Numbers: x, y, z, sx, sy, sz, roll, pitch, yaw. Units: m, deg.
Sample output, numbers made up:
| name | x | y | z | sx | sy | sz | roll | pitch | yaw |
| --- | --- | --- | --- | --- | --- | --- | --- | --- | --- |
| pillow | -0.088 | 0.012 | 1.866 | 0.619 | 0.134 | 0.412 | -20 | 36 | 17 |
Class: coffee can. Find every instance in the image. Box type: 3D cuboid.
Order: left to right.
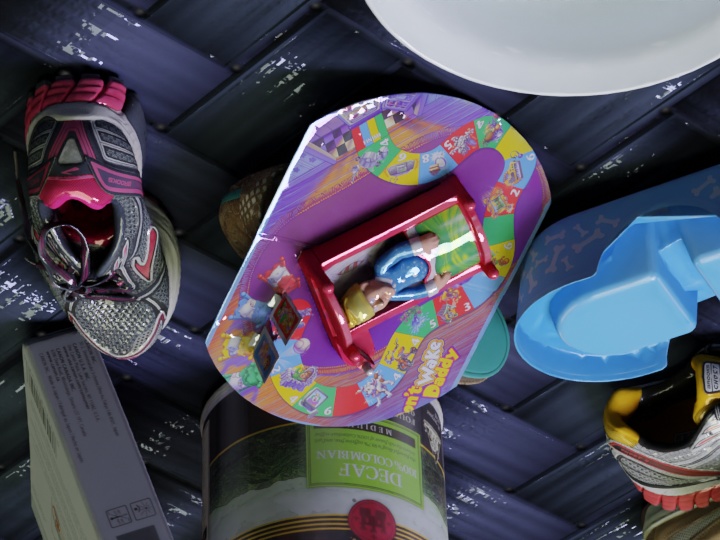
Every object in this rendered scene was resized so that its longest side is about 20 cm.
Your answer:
| name | x | y | z | sx | sy | sz | roll | pitch | yaw |
| --- | --- | --- | --- | --- | --- | --- | --- | --- | --- |
| coffee can | -0.020 | 0.170 | 1.670 | 0.146 | 0.201 | 0.147 | -2 | 144 | -1 |

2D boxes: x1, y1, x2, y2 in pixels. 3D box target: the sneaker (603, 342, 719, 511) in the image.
| name | x | y | z | sx | sy | sz | roll | pitch | yaw |
| --- | --- | --- | --- | --- | --- | --- | --- | --- | --- |
| sneaker | 0.228 | 0.079 | 1.654 | 0.199 | 0.078 | 0.082 | -21 | 137 | 26 |

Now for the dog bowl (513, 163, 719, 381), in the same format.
| name | x | y | z | sx | sy | sz | roll | pitch | yaw |
| --- | --- | --- | --- | --- | --- | --- | --- | --- | --- |
| dog bowl | 0.174 | -0.004 | 1.553 | 0.199 | 0.050 | 0.111 | -19 | 145 | 18 |

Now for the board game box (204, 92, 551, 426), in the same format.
| name | x | y | z | sx | sy | sz | roll | pitch | yaw |
| --- | --- | --- | --- | --- | --- | --- | --- | --- | --- |
| board game box | 0.018 | 0.007 | 1.512 | 0.158 | 0.039 | 0.201 | 14 | 114 | -32 |

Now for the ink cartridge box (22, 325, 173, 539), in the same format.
| name | x | y | z | sx | sy | sz | roll | pitch | yaw |
| --- | --- | --- | --- | --- | --- | --- | --- | --- | --- |
| ink cartridge box | -0.142 | 0.160 | 1.664 | 0.043 | 0.200 | 0.174 | -16 | 146 | -14 |

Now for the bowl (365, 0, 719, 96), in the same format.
| name | x | y | z | sx | sy | sz | roll | pitch | yaw |
| --- | --- | --- | --- | --- | --- | --- | --- | --- | --- |
| bowl | 0.096 | -0.175 | 1.303 | 0.200 | 0.091 | 0.201 | 0 | 144 | 0 |

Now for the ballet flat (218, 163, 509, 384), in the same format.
| name | x | y | z | sx | sy | sz | roll | pitch | yaw |
| --- | --- | --- | --- | --- | --- | --- | --- | --- | --- |
| ballet flat | 0.000 | 0.000 | 1.575 | 0.065 | 0.071 | 0.200 | 2 | 151 | 48 |

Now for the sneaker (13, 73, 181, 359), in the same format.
| name | x | y | z | sx | sy | sz | roll | pitch | yaw |
| --- | --- | --- | --- | --- | --- | --- | --- | --- | --- |
| sneaker | -0.143 | -0.014 | 1.534 | 0.080 | 0.075 | 0.200 | -4 | 144 | 5 |

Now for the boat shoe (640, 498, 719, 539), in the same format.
| name | x | y | z | sx | sy | sz | roll | pitch | yaw |
| --- | --- | --- | --- | --- | --- | --- | --- | --- | --- |
| boat shoe | 0.255 | 0.147 | 1.744 | 0.072 | 0.076 | 0.200 | 30 | 134 | -31 |
